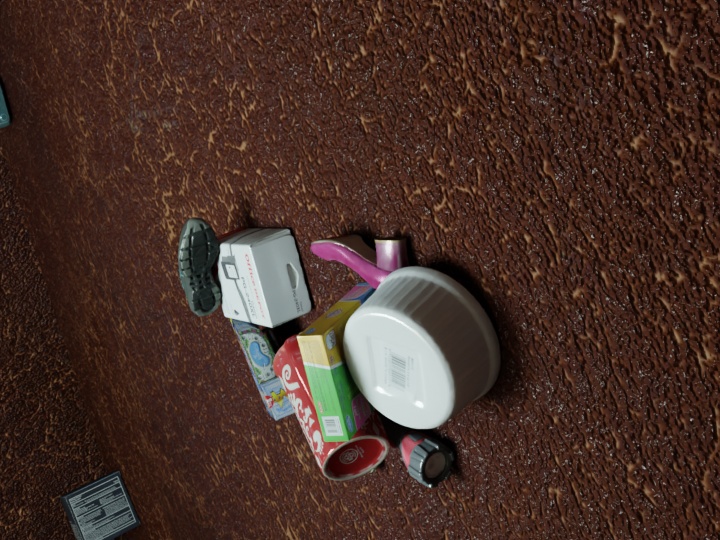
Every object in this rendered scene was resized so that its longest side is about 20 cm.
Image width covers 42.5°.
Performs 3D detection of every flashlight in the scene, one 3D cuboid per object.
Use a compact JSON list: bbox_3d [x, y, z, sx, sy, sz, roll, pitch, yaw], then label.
[{"bbox_3d":[0.058,0.259,1.399,0.068,0.068,0.199,36,171,-33],"label":"flashlight"}]

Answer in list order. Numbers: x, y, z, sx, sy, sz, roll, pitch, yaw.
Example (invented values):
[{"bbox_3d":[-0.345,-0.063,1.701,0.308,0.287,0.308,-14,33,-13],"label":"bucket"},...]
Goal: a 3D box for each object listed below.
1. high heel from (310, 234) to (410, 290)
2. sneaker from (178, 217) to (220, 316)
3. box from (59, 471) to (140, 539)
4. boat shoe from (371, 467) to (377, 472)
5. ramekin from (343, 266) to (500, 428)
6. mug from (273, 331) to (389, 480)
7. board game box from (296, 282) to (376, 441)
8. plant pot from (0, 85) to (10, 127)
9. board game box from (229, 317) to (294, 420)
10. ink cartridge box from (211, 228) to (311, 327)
[{"bbox_3d":[0.000,0.000,1.317,0.199,0.067,0.097,3,102,44],"label":"high heel"},{"bbox_3d":[-0.291,-0.013,1.605,0.079,0.075,0.202,46,144,40],"label":"sneaker"},{"bbox_3d":[-0.884,0.813,3.143,0.123,0.199,0.200,-22,90,60],"label":"box"},{"bbox_3d":[-0.042,0.253,1.539,0.201,0.076,0.072,60,149,12],"label":"boat shoe"},{"bbox_3d":[0.071,0.105,1.192,0.199,0.097,0.202,24,130,31],"label":"ramekin"},{"bbox_3d":[-0.056,0.198,1.383,0.134,0.176,0.201,-48,47,25],"label":"mug"},{"bbox_3d":[-0.010,0.121,1.287,0.040,0.200,0.155,-6,107,27],"label":"board game box"},{"bbox_3d":[-1.134,-0.486,2.710,0.199,0.195,0.198,18,124,43],"label":"plant pot"},{"bbox_3d":[-0.155,0.177,1.615,0.200,0.061,0.202,-155,43,-74],"label":"board game box"},{"bbox_3d":[-0.179,0.009,1.591,0.199,0.083,0.147,5,113,59],"label":"ink cartridge box"}]
